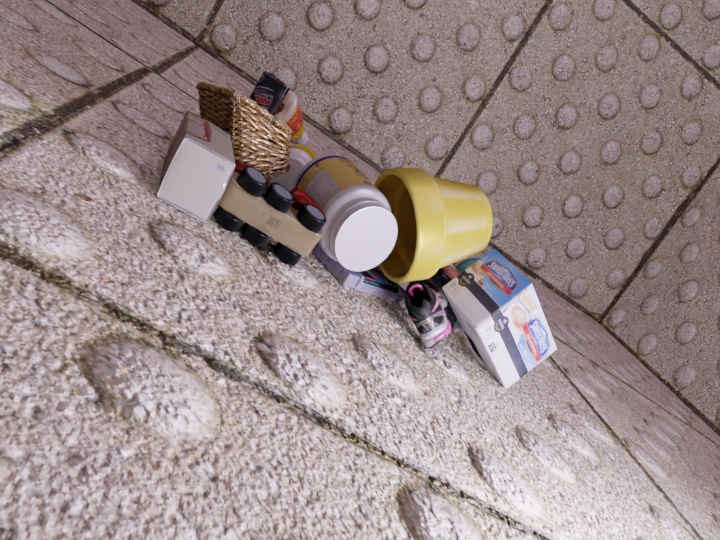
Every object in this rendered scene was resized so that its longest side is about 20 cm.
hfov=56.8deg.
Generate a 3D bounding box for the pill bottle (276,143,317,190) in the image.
[{"bbox_3d":[-0.150,-0.234,1.548,0.103,0.106,0.200,33,13,-7],"label":"pill bottle"}]

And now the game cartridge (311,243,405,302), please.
[{"bbox_3d":[0.000,0.000,1.280,0.129,0.039,0.198,40,13,36],"label":"game cartridge"}]

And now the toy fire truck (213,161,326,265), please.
[{"bbox_3d":[-0.161,-0.114,1.121,0.173,0.130,0.202,29,24,-25],"label":"toy fire truck"}]

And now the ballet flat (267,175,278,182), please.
[{"bbox_3d":[-0.204,-0.204,1.399,0.068,0.070,0.201,33,22,-7],"label":"ballet flat"}]

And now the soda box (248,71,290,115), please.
[{"bbox_3d":[-0.231,-0.329,1.455,0.062,0.203,0.071,30,13,-8],"label":"soda box"}]

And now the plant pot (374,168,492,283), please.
[{"bbox_3d":[0.137,-0.089,1.241,0.183,0.206,0.201,-7,32,-24],"label":"plant pot"}]

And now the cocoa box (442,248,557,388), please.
[{"bbox_3d":[0.264,0.091,1.256,0.202,0.130,0.134,57,-3,-39],"label":"cocoa box"}]

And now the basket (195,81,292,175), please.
[{"bbox_3d":[-0.208,-0.269,1.242,0.139,0.154,0.198,-10,21,-31],"label":"basket"}]

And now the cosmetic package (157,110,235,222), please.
[{"bbox_3d":[-0.258,-0.169,1.050,0.086,0.105,0.201,27,14,-23],"label":"cosmetic package"}]

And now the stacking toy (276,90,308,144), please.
[{"bbox_3d":[-0.235,-0.504,2.288,0.146,0.146,0.200,44,1,38],"label":"stacking toy"}]

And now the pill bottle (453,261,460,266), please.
[{"bbox_3d":[0.250,0.021,1.655,0.103,0.106,0.201,24,17,-38],"label":"pill bottle"}]

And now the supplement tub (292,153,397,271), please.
[{"bbox_3d":[-0.029,-0.106,1.199,0.143,0.147,0.201,24,18,-39],"label":"supplement tub"}]

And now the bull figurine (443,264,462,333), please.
[{"bbox_3d":[0.175,0.033,1.411,0.198,0.123,0.065,38,13,10],"label":"bull figurine"}]

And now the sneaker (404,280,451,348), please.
[{"bbox_3d":[0.115,0.052,1.218,0.088,0.079,0.201,59,3,-21],"label":"sneaker"}]

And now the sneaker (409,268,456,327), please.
[{"bbox_3d":[0.143,0.030,1.355,0.074,0.077,0.206,3,67,-55],"label":"sneaker"}]

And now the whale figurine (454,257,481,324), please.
[{"bbox_3d":[0.278,0.069,1.487,0.203,0.157,0.104,58,-16,-4],"label":"whale figurine"}]
